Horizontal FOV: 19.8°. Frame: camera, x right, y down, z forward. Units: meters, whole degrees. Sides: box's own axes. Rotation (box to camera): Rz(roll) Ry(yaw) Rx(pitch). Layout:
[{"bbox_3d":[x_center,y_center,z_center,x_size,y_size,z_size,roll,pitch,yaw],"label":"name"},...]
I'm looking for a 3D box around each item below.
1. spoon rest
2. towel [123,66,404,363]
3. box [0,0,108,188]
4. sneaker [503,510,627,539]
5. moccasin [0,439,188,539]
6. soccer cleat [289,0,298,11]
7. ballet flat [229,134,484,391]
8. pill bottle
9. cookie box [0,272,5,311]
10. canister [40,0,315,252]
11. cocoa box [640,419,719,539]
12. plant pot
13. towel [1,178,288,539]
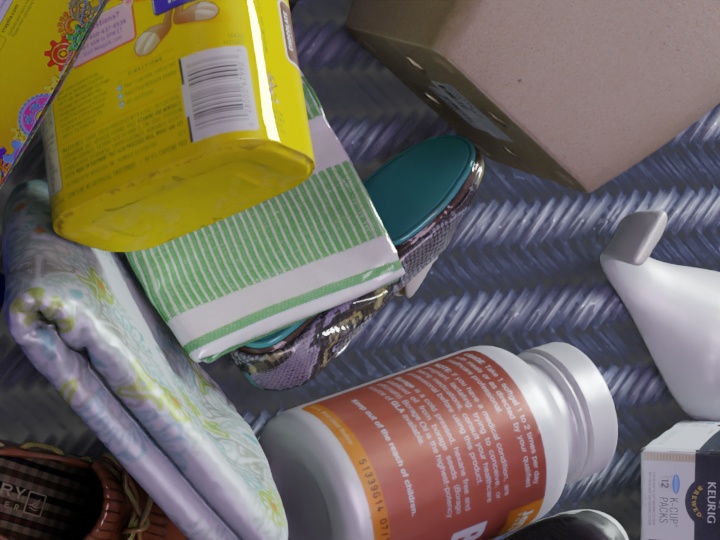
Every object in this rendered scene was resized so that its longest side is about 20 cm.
[{"bbox_3d":[0.216,0.027,1.355,0.200,0.061,0.099,46,71,-39],"label":"spoon rest"},{"bbox_3d":[-0.076,-0.061,1.144,0.152,0.023,0.200,-23,84,-28],"label":"towel"},{"bbox_3d":[-0.197,-0.170,0.965,0.122,0.193,0.200,22,108,-30],"label":"box"},{"bbox_3d":[0.124,0.184,1.236,0.076,0.201,0.115,46,50,15],"label":"sneaker"},{"bbox_3d":[-0.150,0.129,1.116,0.201,0.078,0.074,27,79,-30],"label":"moccasin"},{"bbox_3d":[-0.050,-0.209,1.165,0.200,0.073,0.068,-64,147,-35],"label":"soccer cleat"},{"bbox_3d":[0.000,0.000,1.217,0.200,0.072,0.072,-42,113,-22],"label":"ballet flat"},{"bbox_3d":[0.048,0.109,1.216,0.200,0.112,0.112,-17,101,-29],"label":"pill bottle"},{"bbox_3d":[-0.281,0.019,0.987,0.200,0.075,0.171,42,36,-26],"label":"cookie box"},{"bbox_3d":[-0.103,-0.125,1.051,0.087,0.148,0.200,20,54,-54],"label":"canister"},{"bbox_3d":[0.253,0.203,1.308,0.133,0.131,0.200,-8,99,-70],"label":"cocoa box"},{"bbox_3d":[0.111,-0.162,1.205,0.200,0.200,0.177,40,85,-27],"label":"plant pot"},{"bbox_3d":[-0.116,0.054,1.081,0.048,0.171,0.200,-38,112,2],"label":"towel"}]
